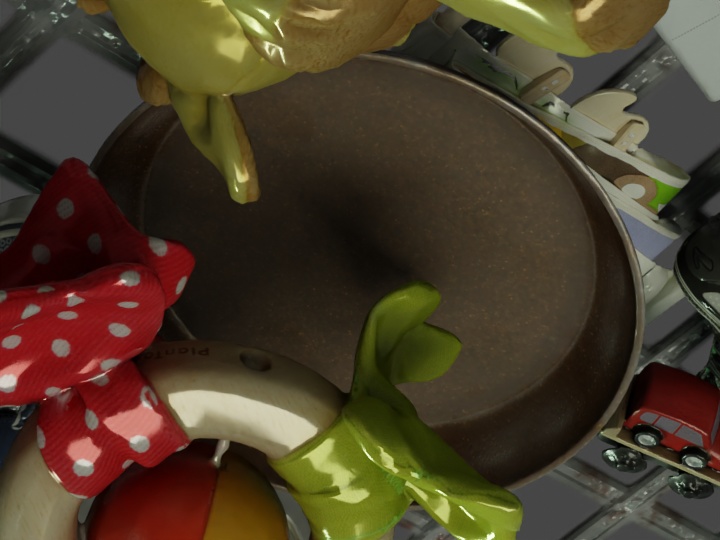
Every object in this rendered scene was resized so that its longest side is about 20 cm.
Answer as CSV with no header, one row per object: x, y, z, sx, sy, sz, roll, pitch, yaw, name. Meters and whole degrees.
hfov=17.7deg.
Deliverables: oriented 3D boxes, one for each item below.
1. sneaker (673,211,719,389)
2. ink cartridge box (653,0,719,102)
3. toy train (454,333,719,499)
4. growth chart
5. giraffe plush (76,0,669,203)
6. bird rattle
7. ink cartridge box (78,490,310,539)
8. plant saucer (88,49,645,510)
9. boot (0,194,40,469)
0.162,0.048,0.904,0.085,0.078,0.200,-24,140,13,sneaker
0.148,-0.166,0.717,0.200,0.043,0.196,-31,134,17,ink cartridge box
0.115,0.058,0.864,0.200,0.034,0.046,24,146,-5,toy train
0.050,-0.017,0.856,0.145,0.018,0.200,-33,133,17,growth chart
-0.020,-0.104,0.638,0.199,0.173,0.162,13,152,-5,giraffe plush
-0.052,0.068,0.732,0.199,0.113,0.163,10,116,-22,bird rattle
-0.109,0.157,0.895,0.200,0.147,0.083,-40,130,23,ink cartridge box
0.000,0.000,0.805,0.200,0.035,0.201,6,128,8,plant saucer
-0.152,0.064,0.811,0.073,0.090,0.200,33,126,-10,boot
